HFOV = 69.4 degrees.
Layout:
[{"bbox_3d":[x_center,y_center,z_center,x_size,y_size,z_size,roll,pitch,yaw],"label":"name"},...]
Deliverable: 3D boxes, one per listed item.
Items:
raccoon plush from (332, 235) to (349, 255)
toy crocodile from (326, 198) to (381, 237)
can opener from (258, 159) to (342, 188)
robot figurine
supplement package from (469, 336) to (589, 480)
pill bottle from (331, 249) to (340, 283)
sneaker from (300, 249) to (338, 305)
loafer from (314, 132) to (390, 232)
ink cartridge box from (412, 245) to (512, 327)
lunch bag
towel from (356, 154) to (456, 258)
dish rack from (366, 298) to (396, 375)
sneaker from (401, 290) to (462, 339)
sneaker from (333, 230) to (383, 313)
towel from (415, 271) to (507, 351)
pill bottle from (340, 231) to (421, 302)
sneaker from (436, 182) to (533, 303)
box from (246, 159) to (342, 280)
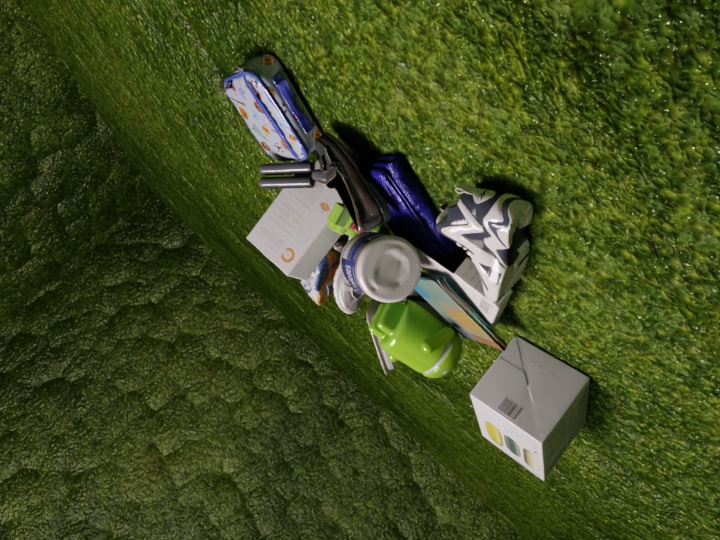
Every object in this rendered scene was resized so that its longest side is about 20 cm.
[{"bbox_3d":[-0.083,-0.122,1.131,0.134,0.097,0.200,26,155,53],"label":"raccoon plush"},{"bbox_3d":[-0.011,-0.096,0.976,0.062,0.068,0.200,32,-173,13],"label":"toy crocodile"},{"bbox_3d":[-0.106,-0.183,0.980,0.199,0.053,0.066,2,180,23],"label":"can opener"},{"bbox_3d":[0.119,0.139,1.052,0.199,0.116,0.175,33,153,-11],"label":"robot figurine"},{"bbox_3d":[0.323,0.263,0.987,0.151,0.151,0.200,31,158,37],"label":"supplement package"},{"bbox_3d":[-0.069,-0.033,1.290,0.200,0.113,0.113,39,162,19],"label":"pill bottle"},{"bbox_3d":[-0.107,0.005,1.192,0.088,0.075,0.200,41,150,16],"label":"sneaker"},{"bbox_3d":[-0.028,-0.149,0.872,0.200,0.063,0.072,53,166,20],"label":"loafer"},{"bbox_3d":[0.176,0.029,0.935,0.176,0.045,0.200,38,168,18],"label":"ink cartridge box"},{"bbox_3d":[-0.162,-0.298,0.964,0.160,0.076,0.200,18,149,52],"label":"lunch bag"},{"bbox_3d":[0.068,-0.106,0.907,0.200,0.050,0.147,53,161,-24],"label":"towel"},{"bbox_3d":[0.067,0.164,1.370,0.200,0.043,0.173,-61,-47,-78],"label":"dish rack"},{"bbox_3d":[0.152,0.103,1.146,0.200,0.080,0.074,51,160,-23],"label":"sneaker"},{"bbox_3d":[0.000,0.000,1.095,0.074,0.201,0.082,1,-164,-41],"label":"sneaker"},{"bbox_3d":[0.167,0.067,0.949,0.200,0.022,0.147,43,170,-22],"label":"towel"},{"bbox_3d":[0.025,-0.012,0.936,0.111,0.111,0.200,49,174,-14],"label":"pill bottle"},{"bbox_3d":[0.170,-0.046,0.755,0.129,0.079,0.200,36,161,32],"label":"sneaker"},{"bbox_3d":[-0.111,-0.099,1.053,0.124,0.200,0.097,40,-175,18],"label":"box"}]
